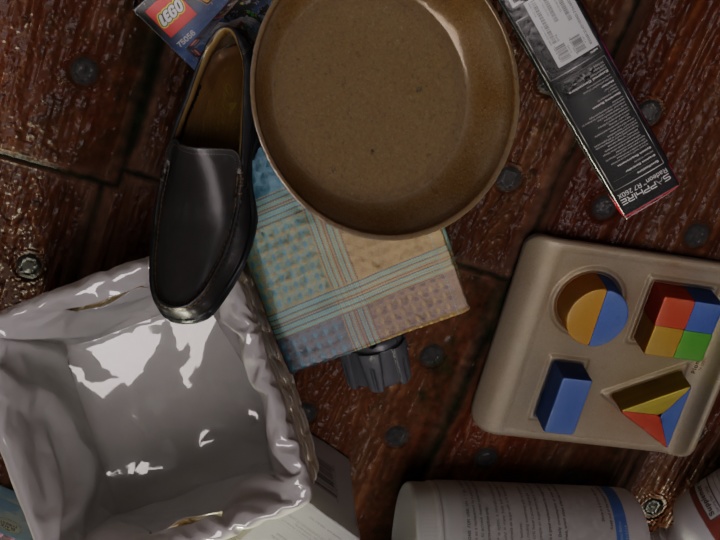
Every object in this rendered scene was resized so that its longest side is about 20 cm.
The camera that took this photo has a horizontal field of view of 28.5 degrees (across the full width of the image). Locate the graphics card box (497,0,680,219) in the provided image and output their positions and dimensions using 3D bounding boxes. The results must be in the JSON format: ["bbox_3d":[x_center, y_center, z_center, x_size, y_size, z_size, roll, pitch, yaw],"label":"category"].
[{"bbox_3d":[0.148,-0.147,0.992,0.051,0.126,0.200,-30,117,12],"label":"graphics card box"}]

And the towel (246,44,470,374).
[{"bbox_3d":[-0.019,-0.042,1.010,0.146,0.022,0.201,-19,100,4],"label":"towel"}]

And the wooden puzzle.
[{"bbox_3d":[0.209,0.071,1.159,0.199,0.046,0.186,10,116,-11],"label":"wooden puzzle"}]

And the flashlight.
[{"bbox_3d":[0.000,0.000,1.088,0.068,0.068,0.201,-14,117,0],"label":"flashlight"}]

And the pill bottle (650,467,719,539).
[{"bbox_3d":[0.343,0.214,1.212,0.200,0.112,0.112,-38,115,13],"label":"pill bottle"}]

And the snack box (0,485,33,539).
[{"bbox_3d":[-0.379,0.253,1.180,0.168,0.068,0.200,26,114,-19],"label":"snack box"}]

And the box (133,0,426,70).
[{"bbox_3d":[-0.041,-0.205,0.990,0.200,0.040,0.137,-39,116,14],"label":"box"}]

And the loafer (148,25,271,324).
[{"bbox_3d":[-0.104,-0.066,0.932,0.072,0.201,0.072,4,161,13],"label":"loafer"}]

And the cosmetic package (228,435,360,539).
[{"bbox_3d":[-0.099,0.232,1.175,0.081,0.113,0.200,38,110,-22],"label":"cosmetic package"}]

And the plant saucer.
[{"bbox_3d":[0.014,-0.121,0.961,0.199,0.035,0.201,-1,92,-24],"label":"plant saucer"}]

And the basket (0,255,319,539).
[{"bbox_3d":[-0.145,0.100,1.031,0.197,0.161,0.201,-20,86,5],"label":"basket"}]

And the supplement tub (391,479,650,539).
[{"bbox_3d":[0.133,0.245,1.195,0.199,0.132,0.132,5,117,-8],"label":"supplement tub"}]
